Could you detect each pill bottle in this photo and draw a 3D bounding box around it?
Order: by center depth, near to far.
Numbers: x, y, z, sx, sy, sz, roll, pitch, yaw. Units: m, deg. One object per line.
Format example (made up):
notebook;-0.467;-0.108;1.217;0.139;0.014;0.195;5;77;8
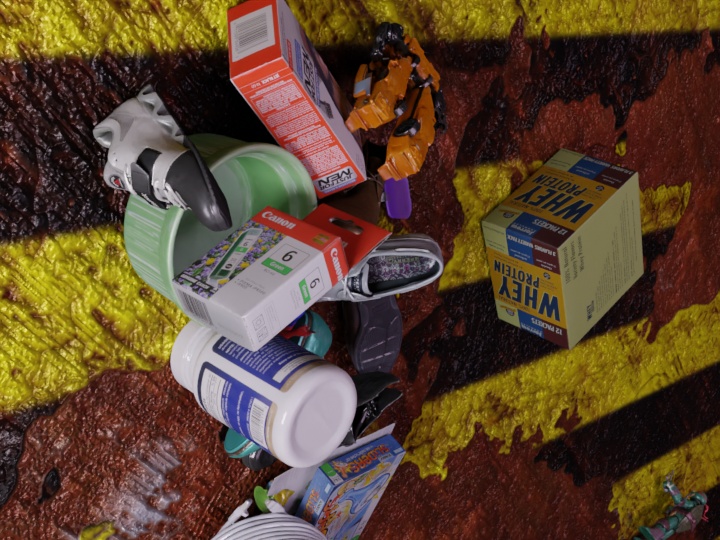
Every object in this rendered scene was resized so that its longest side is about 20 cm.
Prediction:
pill bottle;-0.110;0.123;1.254;0.116;0.200;0.116;-26;128;-38

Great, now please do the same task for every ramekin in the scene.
ramekin;-0.149;-0.047;1.205;0.200;0.098;0.200;-25;126;-39

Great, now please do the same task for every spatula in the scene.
spatula;-0.003;-0.087;1.408;0.200;0.021;0.057;-7;87;-42

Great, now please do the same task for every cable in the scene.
cable;-0.124;0.392;1.430;0.200;0.069;0.200;-47;130;6

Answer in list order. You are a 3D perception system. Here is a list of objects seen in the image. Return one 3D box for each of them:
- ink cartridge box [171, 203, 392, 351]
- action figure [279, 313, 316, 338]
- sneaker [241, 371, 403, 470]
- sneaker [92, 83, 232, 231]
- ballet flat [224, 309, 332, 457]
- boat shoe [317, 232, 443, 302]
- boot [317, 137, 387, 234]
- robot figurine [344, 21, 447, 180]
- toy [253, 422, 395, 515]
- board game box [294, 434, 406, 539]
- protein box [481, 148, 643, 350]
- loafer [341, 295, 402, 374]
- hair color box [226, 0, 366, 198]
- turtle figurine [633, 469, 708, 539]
ink cartridge box;-0.075;-0.014;1.139;0.200;0.109;0.050;-41;135;-28
action figure;-0.074;0.044;1.314;0.052;0.200;0.065;27;45;-15
sneaker;-0.047;0.189;1.434;0.200;0.104;0.060;-42;136;-27
sneaker;-0.187;-0.088;1.070;0.088;0.200;0.074;-32;139;-9
ballet flat;-0.089;0.145;1.389;0.070;0.067;0.200;33;82;-37
boat shoe;0.001;0.001;1.352;0.201;0.072;0.070;-11;110;-4
boot;-0.003;-0.090;1.291;0.200;0.074;0.075;-80;-164;-62
robot figurine;0.043;-0.197;1.313;0.145;0.058;0.200;54;30;-26
toy;-0.055;0.255;1.494;0.200;0.047;0.115;-22;146;-39
board game box;-0.030;0.313;1.518;0.135;0.034;0.200;-18;143;-43
protein box;0.302;-0.034;1.697;0.200;0.135;0.199;-41;136;-29
loafer;0.009;0.049;1.467;0.072;0.063;0.200;-19;127;-23
hair color box;-0.065;-0.183;1.217;0.064;0.111;0.200;-20;140;14
turtle figurine;0.660;0.506;2.415;0.200;0.101;0.150;-37;133;-24
